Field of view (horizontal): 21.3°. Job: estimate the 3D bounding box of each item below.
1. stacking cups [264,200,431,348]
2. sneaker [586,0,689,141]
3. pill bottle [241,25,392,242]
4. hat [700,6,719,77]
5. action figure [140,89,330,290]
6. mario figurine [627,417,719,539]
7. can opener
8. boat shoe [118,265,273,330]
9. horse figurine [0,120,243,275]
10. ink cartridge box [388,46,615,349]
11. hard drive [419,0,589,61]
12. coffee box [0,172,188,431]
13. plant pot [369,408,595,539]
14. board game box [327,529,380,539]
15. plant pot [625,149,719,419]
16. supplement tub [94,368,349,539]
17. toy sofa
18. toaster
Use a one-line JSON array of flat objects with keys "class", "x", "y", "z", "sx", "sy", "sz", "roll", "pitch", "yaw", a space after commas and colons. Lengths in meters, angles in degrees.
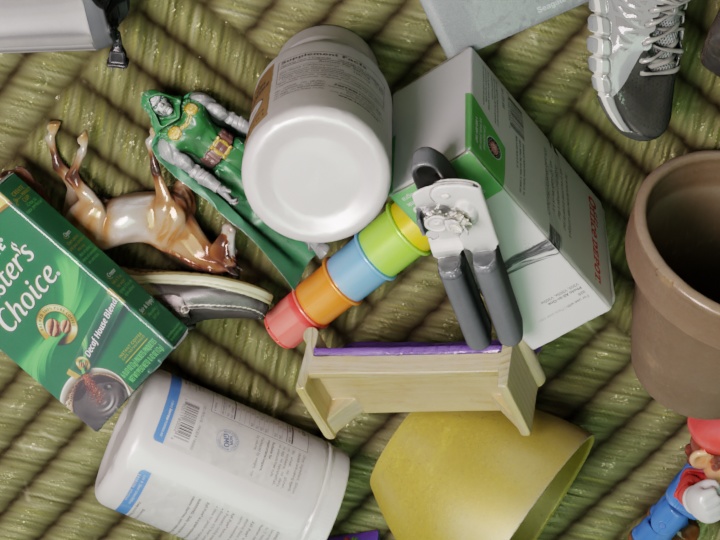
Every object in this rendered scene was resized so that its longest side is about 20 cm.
[{"class": "stacking cups", "x": 0.000, "y": 0.000, "z": 1.647, "sx": 0.200, "sy": 0.061, "sz": 0.060, "roll": -40, "pitch": 110, "yaw": 20}, {"class": "sneaker", "x": 0.236, "y": -0.195, "z": 1.487, "sx": 0.115, "sy": 0.075, "sz": 0.201, "roll": 7, "pitch": 116, "yaw": 49}, {"class": "pill bottle", "x": -0.031, "y": -0.116, "z": 1.508, "sx": 0.113, "sy": 0.200, "sz": 0.115, "roll": 1, "pitch": 119, "yaw": 1}, {"class": "hat", "x": 0.314, "y": -0.179, "z": 1.499, "sx": 0.081, "sy": 0.200, "sz": 0.202, "roll": 20, "pitch": 122, "yaw": 25}, {"class": "action figure", "x": -0.101, "y": -0.087, "z": 1.593, "sx": 0.199, "sy": 0.055, "sz": 0.119, "roll": 34, "pitch": 76, "yaw": -14}, {"class": "mario figurine", "x": 0.318, "y": 0.198, "z": 1.698, "sx": 0.105, "sy": 0.124, "sz": 0.201, "roll": 13, "pitch": 135, "yaw": -12}, {"class": "can opener", "x": 0.085, "y": -0.013, "z": 1.460, "sx": 0.052, "sy": 0.067, "sz": 0.201, "roll": -7, "pitch": 139, "yaw": 14}, {"class": "boat shoe", "x": -0.176, "y": 0.035, "z": 1.656, "sx": 0.199, "sy": 0.072, "sz": 0.066, "roll": 5, "pitch": 78, "yaw": 5}, {"class": "horse figurine", "x": -0.201, "y": -0.061, "z": 1.629, "sx": 0.199, "sy": 0.050, "sz": 0.133, "roll": -2, "pitch": 112, "yaw": 0}, {"class": "ink cartridge box", "x": 0.115, "y": -0.056, "z": 1.550, "sx": 0.084, "sy": 0.146, "sz": 0.200, "roll": -30, "pitch": 121, "yaw": 24}, {"class": "hard drive", "x": 0.092, "y": -0.280, "z": 1.511, "sx": 0.139, "sy": 0.033, "sz": 0.201, "roll": -22, "pitch": 116, "yaw": 13}, {"class": "coffee box", "x": -0.257, "y": 0.029, "z": 1.605, "sx": 0.200, "sy": 0.044, "sz": 0.123, "roll": 43, "pitch": 117, "yaw": -5}, {"class": "plant pot", "x": 0.093, "y": 0.189, "z": 1.692, "sx": 0.142, "sy": 0.200, "sz": 0.201, "roll": 34, "pitch": 117, "yaw": 15}, {"class": "board game box", "x": -0.068, "y": 0.328, "z": 1.835, "sx": 0.199, "sy": 0.045, "sz": 0.135, "roll": -9, "pitch": 118, "yaw": 6}, {"class": "plant pot", "x": 0.300, "y": 0.028, "z": 1.600, "sx": 0.199, "sy": 0.201, "sz": 0.175, "roll": 11, "pitch": 136, "yaw": -4}, {"class": "supplement tub", "x": -0.124, "y": 0.182, "z": 1.711, "sx": 0.199, "sy": 0.132, "sz": 0.132, "roll": 25, "pitch": 116, "yaw": -11}, {"class": "toy sofa", "x": 0.052, "y": 0.081, "z": 1.633, "sx": 0.199, "sy": 0.098, "sz": 0.083, "roll": -2, "pitch": 144, "yaw": 23}, {"class": "toaster", "x": -0.257, "y": -0.248, "z": 1.496, "sx": 0.128, "sy": 0.114, "sz": 0.201, "roll": -4, "pitch": 120, "yaw": 8}]
